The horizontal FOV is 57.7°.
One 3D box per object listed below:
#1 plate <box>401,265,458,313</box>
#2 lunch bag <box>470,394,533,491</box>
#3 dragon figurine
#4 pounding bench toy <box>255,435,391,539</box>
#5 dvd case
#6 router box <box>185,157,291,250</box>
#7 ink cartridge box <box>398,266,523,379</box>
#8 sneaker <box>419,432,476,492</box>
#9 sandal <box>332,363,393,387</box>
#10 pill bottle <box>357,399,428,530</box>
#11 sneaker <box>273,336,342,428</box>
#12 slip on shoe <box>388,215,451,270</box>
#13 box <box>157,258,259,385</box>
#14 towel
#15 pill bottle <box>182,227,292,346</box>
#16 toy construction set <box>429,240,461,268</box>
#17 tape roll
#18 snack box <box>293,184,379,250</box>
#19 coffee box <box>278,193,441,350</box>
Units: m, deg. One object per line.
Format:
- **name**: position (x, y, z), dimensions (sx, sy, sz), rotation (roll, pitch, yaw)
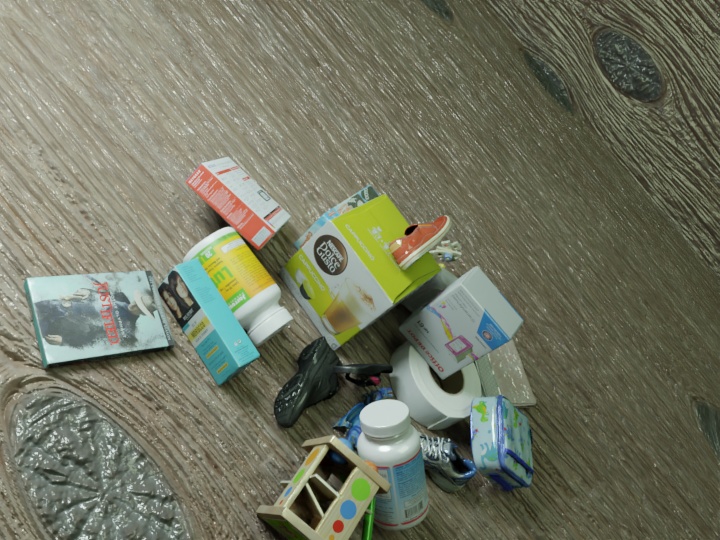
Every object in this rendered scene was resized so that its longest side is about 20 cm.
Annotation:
- **plate**: position (0.183, 0.082, 1.424), dimensions (0.200, 0.200, 0.032), rotation (36, 59, -16)
- **lunch bag**: position (0.292, 0.356, 1.335), dimensions (0.200, 0.082, 0.161), rotation (46, 41, -46)
- **dragon figurine**: position (-0.008, 0.282, 1.187), dimensions (0.200, 0.059, 0.100), rotation (-21, 74, -40)
- **pounding bench toy**: position (-0.026, 0.373, 1.018), dimensions (0.200, 0.124, 0.156), rotation (43, 60, -8)
- **dvd case**: position (-0.404, 0.070, 1.023), dimensions (0.200, 0.022, 0.146), rotation (-3, 62, -44)
- **router box**: position (-0.226, -0.134, 1.255), dimensions (0.179, 0.049, 0.200), rotation (43, 11, -7)
- **ink cartridge box**: position (0.195, 0.109, 1.296), dimensions (0.145, 0.200, 0.085), rotation (49, 43, 1)
- **sneaker**: position (0.142, 0.347, 1.257), dimensions (0.200, 0.085, 0.077), rotation (35, 42, -16)
- **sandal**: position (0.004, 0.200, 1.233), dimensions (0.200, 0.075, 0.045), rotation (14, 73, -66)
- **pill bottle**: position (0.053, 0.326, 1.104), dimensions (0.109, 0.109, 0.200), rotation (-33, 121, -50)
- **sneaker**: position (-0.083, 0.209, 1.173), dimensions (0.091, 0.076, 0.200), rotation (47, 42, -16)
- **slip on shoe**: position (0.119, -0.068, 1.267), dimensions (0.061, 0.074, 0.200), rotation (48, 41, 3)
- **box**: position (-0.257, 0.086, 1.097), dimensions (0.049, 0.082, 0.200), rotation (-27, 79, -49)
- **towel**: position (0.325, 0.230, 1.558), dimensions (0.191, 0.032, 0.200), rotation (9, 55, -38)
- **pill bottle**: position (-0.212, 0.032, 1.157), dimensions (0.200, 0.111, 0.111), rotation (52, 40, 3)
- **toy construction set**: position (0.165, -0.003, 1.510), dimensions (0.092, 0.131, 0.200), rotation (41, 36, -8)
- **tape roll**: position (0.159, 0.229, 1.377), dimensions (0.202, 0.071, 0.203), rotation (25, 46, -28)
- **snack box**: position (-0.049, -0.111, 1.415), dimensions (0.037, 0.116, 0.200), rotation (50, 40, 1)
- **coffee box**: position (0.000, 0.000, 1.309), dimensions (0.200, 0.198, 0.200), rotation (53, 40, 5)
